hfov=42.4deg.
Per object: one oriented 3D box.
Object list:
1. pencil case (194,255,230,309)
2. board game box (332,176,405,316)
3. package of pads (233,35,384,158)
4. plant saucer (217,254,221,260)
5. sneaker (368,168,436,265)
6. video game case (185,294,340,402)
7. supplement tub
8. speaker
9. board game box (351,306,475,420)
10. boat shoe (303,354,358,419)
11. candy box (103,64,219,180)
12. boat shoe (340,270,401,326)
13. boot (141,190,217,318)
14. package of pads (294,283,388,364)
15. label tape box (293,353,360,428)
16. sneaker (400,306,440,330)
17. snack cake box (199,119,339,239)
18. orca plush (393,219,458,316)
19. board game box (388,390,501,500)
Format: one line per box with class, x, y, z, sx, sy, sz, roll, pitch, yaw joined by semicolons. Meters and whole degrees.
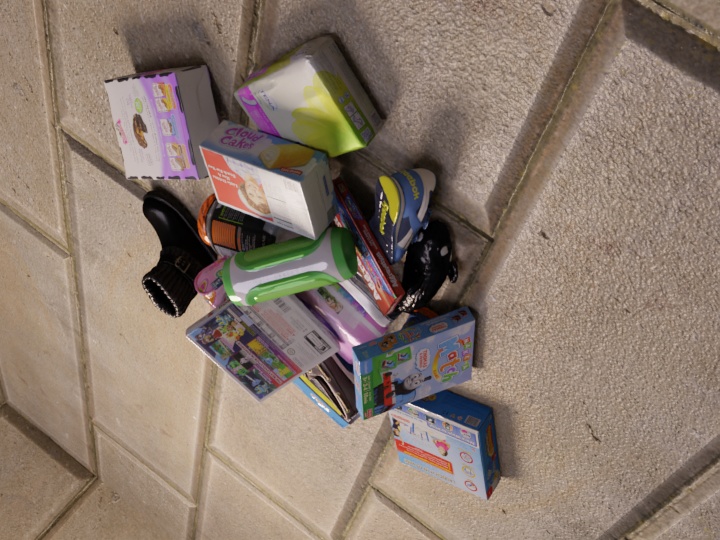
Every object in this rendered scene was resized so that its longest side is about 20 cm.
pencil case;-0.193;0.064;1.569;0.086;0.088;0.201;1;140;44
board game box;0.003;-0.035;1.415;0.202;0.019;0.103;61;164;12
package of pads;-0.077;-0.235;1.322;0.198;0.068;0.156;-9;122;49
plant saucer;-0.201;0.031;1.693;0.201;0.037;0.201;48;170;11
sneaker;0.063;-0.076;1.337;0.075;0.081;0.201;57;160;19
video game case;-0.160;0.114;1.544;0.181;0.023;0.200;-34;124;13
supplement tub;-0.172;-0.067;1.546;0.197;0.123;0.124;17;139;37
speaker;-0.107;-0.005;1.405;0.196;0.089;0.089;-14;123;16
board game box;0.085;0.148;1.472;0.153;0.196;0.037;85;160;-46
boat shoe;-0.069;0.175;1.645;0.200;0.059;0.072;47;158;-2
candy box;-0.319;-0.239;1.517;0.197;0.071;0.171;6;113;41
boat shoe;0.000;0.000;1.502;0.068;0.072;0.200;-39;100;17
boot;-0.369;-0.033;1.752;0.211;0.158;0.079;46;146;-6
package of pads;-0.051;0.066;1.606;0.199;0.076;0.121;42;154;2
label tape box;-0.034;0.206;1.759;0.143;0.066;0.200;42;147;1
sneaker;0.078;0.139;1.560;0.075;0.079;0.202;31;144;17
snack cake box;-0.135;-0.135;1.375;0.197;0.067;0.116;22;146;29
orca plush;0.077;0.012;1.405;0.105;0.071;0.200;44;138;2
board game box;0.150;0.301;1.683;0.197;0.056;0.198;18;139;31
